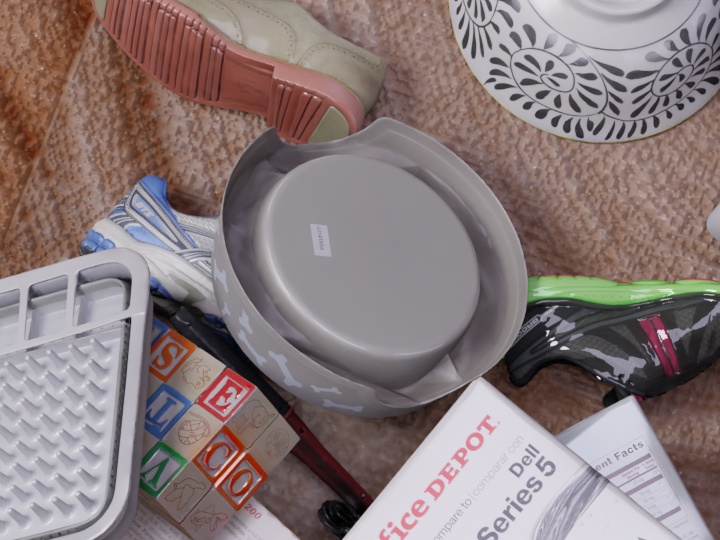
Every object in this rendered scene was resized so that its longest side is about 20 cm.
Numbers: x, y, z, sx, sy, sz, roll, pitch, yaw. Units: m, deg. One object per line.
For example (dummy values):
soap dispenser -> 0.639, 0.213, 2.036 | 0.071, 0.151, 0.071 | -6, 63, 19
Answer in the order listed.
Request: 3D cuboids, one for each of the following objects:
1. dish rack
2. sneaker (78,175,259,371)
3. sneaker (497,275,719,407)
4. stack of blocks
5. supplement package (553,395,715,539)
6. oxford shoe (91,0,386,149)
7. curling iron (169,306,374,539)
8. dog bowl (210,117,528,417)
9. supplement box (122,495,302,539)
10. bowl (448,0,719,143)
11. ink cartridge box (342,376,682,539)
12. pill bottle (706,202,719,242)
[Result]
dish rack -> -0.191, 0.091, 1.299 | 0.172, 0.044, 0.200 | -15, 49, 20
sneaker -> -0.072, 0.003, 1.418 | 0.200, 0.077, 0.085 | 29, 73, 4
sneaker -> 0.183, 0.048, 1.423 | 0.200, 0.077, 0.084 | 1, 83, 8
stack of blocks -> -0.146, 0.086, 1.348 | 0.115, 0.059, 0.200 | -49, 46, -12
supplement package -> 0.137, 0.205, 1.338 | 0.151, 0.152, 0.200 | -27, 79, -7
oxford shoe -> -0.078, -0.147, 1.465 | 0.200, 0.071, 0.074 | 29, 53, 5
curling iron -> -0.046, 0.099, 1.392 | 0.026, 0.050, 0.200 | -36, 97, 21
dog bowl -> 0.000, 0.000, 1.380 | 0.200, 0.059, 0.200 | 13, 54, -19
supplement box -> -0.127, 0.214, 1.366 | 0.126, 0.074, 0.200 | 42, 79, 8
bowl -> 0.160, -0.190, 1.461 | 0.201, 0.094, 0.201 | 1, 78, -2
ink cartridge box -> 0.093, 0.177, 1.222 | 0.200, 0.084, 0.146 | 39, 81, 8
pill bottle -> 0.323, -0.004, 1.419 | 0.200, 0.104, 0.104 | 40, 79, 6
